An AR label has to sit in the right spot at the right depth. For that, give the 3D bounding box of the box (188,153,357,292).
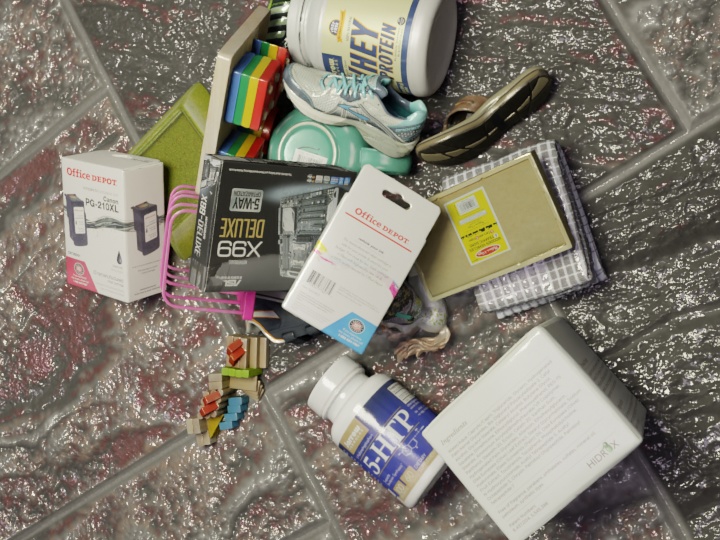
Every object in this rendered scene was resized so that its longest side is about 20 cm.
[{"bbox_3d":[-0.107,-0.056,1.031,0.050,0.198,0.159,25,109,48],"label":"box"}]

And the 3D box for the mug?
[{"bbox_3d":[-0.040,-0.162,1.151,0.184,0.114,0.153,-30,81,19],"label":"mug"}]

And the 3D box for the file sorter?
[{"bbox_3d":[-0.209,-0.033,1.146,0.124,0.200,0.141,7,103,-14],"label":"file sorter"}]

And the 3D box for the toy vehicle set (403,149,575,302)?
[{"bbox_3d":[0.150,-0.052,1.037,0.199,0.026,0.125,-22,95,27],"label":"toy vehicle set"}]

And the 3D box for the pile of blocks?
[{"bbox_3d":[-0.199,0.186,1.247,0.082,0.062,0.202,28,101,17],"label":"pile of blocks"}]

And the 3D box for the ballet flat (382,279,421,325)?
[{"bbox_3d":[0.000,0.000,1.113,0.200,0.072,0.072,43,105,33],"label":"ballet flat"}]

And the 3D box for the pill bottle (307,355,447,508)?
[{"bbox_3d":[0.030,0.213,1.133,0.199,0.120,0.120,37,103,16],"label":"pill bottle"}]

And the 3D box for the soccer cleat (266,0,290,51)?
[{"bbox_3d":[-0.106,-0.360,1.204,0.081,0.068,0.201,36,109,5],"label":"soccer cleat"}]

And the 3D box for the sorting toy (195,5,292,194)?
[{"bbox_3d":[-0.147,-0.224,1.125,0.069,0.199,0.201,17,125,-1],"label":"sorting toy"}]

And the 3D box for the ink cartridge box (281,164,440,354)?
[{"bbox_3d":[0.001,-0.014,1.021,0.114,0.068,0.201,30,87,-4],"label":"ink cartridge box"}]

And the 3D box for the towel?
[{"bbox_3d":[0.208,-0.051,1.079,0.164,0.085,0.202,-19,85,20],"label":"towel"}]

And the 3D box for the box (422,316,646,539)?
[{"bbox_3d":[0.218,0.185,1.019,0.200,0.199,0.172,-44,77,16],"label":"box"}]

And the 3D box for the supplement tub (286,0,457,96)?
[{"bbox_3d":[0.016,-0.320,1.111,0.198,0.145,0.147,15,96,19],"label":"supplement tub"}]

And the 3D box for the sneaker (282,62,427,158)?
[{"bbox_3d":[-0.002,-0.228,1.073,0.198,0.078,0.086,22,144,-13],"label":"sneaker"}]

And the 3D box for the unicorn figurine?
[{"bbox_3d":[0.080,0.017,1.142,0.136,0.074,0.202,-11,103,20],"label":"unicorn figurine"}]

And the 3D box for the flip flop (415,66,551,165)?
[{"bbox_3d":[0.159,-0.209,1.102,0.199,0.081,0.058,-36,62,16],"label":"flip flop"}]

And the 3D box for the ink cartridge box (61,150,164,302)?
[{"bbox_3d":[-0.372,-0.070,1.258,0.144,0.084,0.202,13,110,31],"label":"ink cartridge box"}]

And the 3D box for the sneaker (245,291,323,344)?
[{"bbox_3d":[-0.080,0.070,1.193,0.198,0.078,0.080,8,89,31],"label":"sneaker"}]

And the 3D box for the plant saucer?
[{"bbox_3d":[-0.271,-0.153,1.273,0.200,0.048,0.200,-40,78,17],"label":"plant saucer"}]
